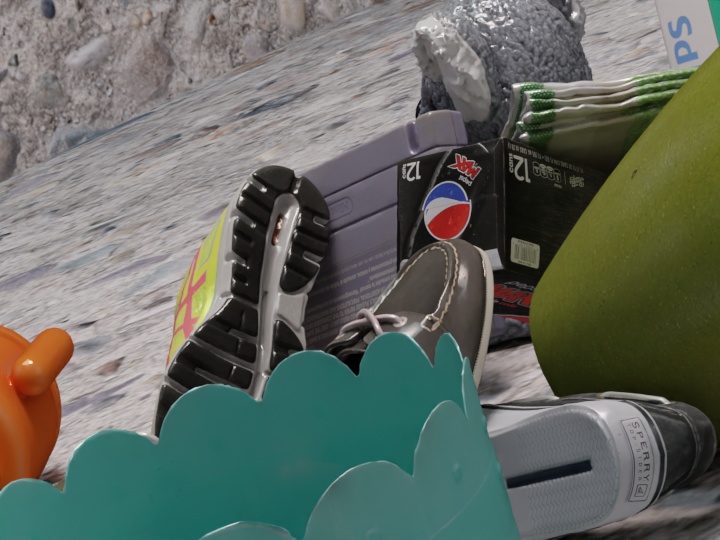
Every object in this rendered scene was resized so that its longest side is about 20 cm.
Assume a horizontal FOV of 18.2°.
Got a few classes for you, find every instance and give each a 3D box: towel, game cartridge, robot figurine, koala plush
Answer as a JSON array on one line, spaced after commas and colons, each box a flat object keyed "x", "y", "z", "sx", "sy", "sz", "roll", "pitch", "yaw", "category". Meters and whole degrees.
[{"x": 0.163, "y": -0.074, "z": 1.100, "sx": 0.198, "sy": 0.031, "sz": 0.149, "roll": -11, "pitch": -13, "yaw": -5, "category": "towel"}, {"x": 0.000, "y": 0.000, "z": 1.277, "sx": 0.038, "sy": 0.131, "sz": 0.199, "roll": -9, "pitch": -8, "yaw": -40, "category": "game cartridge"}, {"x": -0.244, "y": 0.098, "z": 1.346, "sx": 0.116, "sy": 0.145, "sz": 0.200, "roll": 14, "pitch": 14, "yaw": 0, "category": "robot figurine"}, {"x": 0.101, "y": -0.079, "z": 1.318, "sx": 0.183, "sy": 0.202, "sz": 0.177, "roll": -12, "pitch": 13, "yaw": 37, "category": "koala plush"}]

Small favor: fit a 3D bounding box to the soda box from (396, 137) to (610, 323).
[{"x": 0.104, "y": -0.009, "z": 1.092, "sx": 0.070, "sy": 0.064, "sz": 0.199, "roll": -11, "pitch": -18, "yaw": 41, "category": "soda box"}]

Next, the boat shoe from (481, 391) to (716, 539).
[{"x": 0.069, "y": 0.090, "z": 0.950, "sx": 0.070, "sy": 0.073, "sz": 0.199, "roll": -1, "pitch": -5, "yaw": -37, "category": "boat shoe"}]

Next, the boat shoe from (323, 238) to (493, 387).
[{"x": -0.002, "y": 0.065, "z": 0.926, "sx": 0.067, "sy": 0.057, "sz": 0.201, "roll": -6, "pitch": 54, "yaw": 53, "category": "boat shoe"}]

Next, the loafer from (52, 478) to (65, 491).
[{"x": -0.126, "y": 0.124, "z": 1.100, "sx": 0.198, "sy": 0.076, "sz": 0.070, "roll": -21, "pitch": 15, "yaw": 4, "category": "loafer"}]

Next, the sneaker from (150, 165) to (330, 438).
[{"x": -0.074, "y": 0.044, "z": 1.260, "sx": 0.090, "sy": 0.078, "sz": 0.201, "roll": -33, "pitch": 33, "yaw": 57, "category": "sneaker"}]

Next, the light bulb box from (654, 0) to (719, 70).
[{"x": 0.275, "y": -0.173, "z": 1.352, "sx": 0.124, "sy": 0.200, "sz": 0.199, "roll": -14, "pitch": -1, "yaw": 36, "category": "light bulb box"}]

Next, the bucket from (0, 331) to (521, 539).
[{"x": -0.031, "y": 0.121, "z": 0.765, "sx": 0.205, "sy": 0.136, "sz": 0.207, "roll": -20, "pitch": 10, "yaw": 4, "category": "bucket"}]

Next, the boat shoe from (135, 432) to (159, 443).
[{"x": -0.095, "y": 0.119, "z": 1.007, "sx": 0.201, "sy": 0.075, "sz": 0.086, "roll": -33, "pitch": 55, "yaw": -29, "category": "boat shoe"}]

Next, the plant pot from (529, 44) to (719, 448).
[{"x": 0.172, "y": -0.004, "z": 0.950, "sx": 0.200, "sy": 0.188, "sz": 0.187, "roll": -36, "pitch": 0, "yaw": 36, "category": "plant pot"}]
